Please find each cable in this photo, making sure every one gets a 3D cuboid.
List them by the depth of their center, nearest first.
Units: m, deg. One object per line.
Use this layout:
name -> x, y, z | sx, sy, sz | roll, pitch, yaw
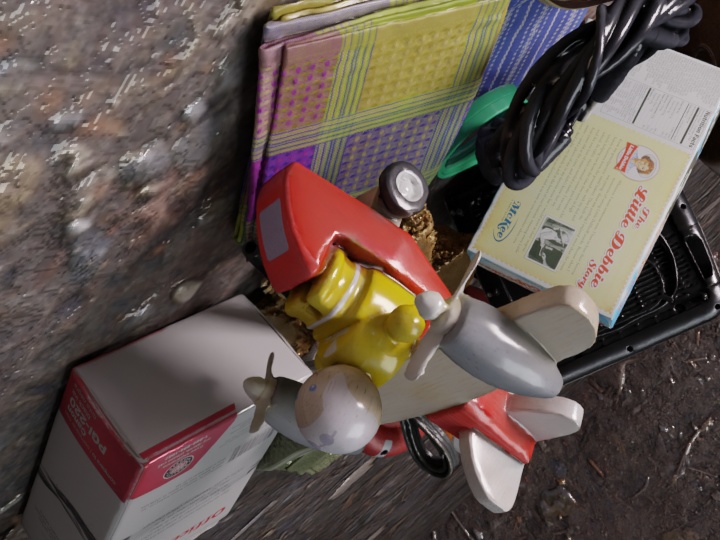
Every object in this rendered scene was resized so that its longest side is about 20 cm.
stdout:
cable -> 0.141, -0.111, 0.613 | 0.163, 0.051, 0.200 | -37, 174, 1
cable -> 0.032, 0.110, 0.891 | 0.050, 0.097, 0.201 | -52, 142, -47

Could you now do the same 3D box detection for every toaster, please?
toaster -> 0.190, -0.015, 0.842 | 0.199, 0.181, 0.119 | -26, 171, 9

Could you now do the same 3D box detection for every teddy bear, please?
teddy bear -> 0.000, 0.000, 0.757 | 0.199, 0.067, 0.145 | -26, 148, -23

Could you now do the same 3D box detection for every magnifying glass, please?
magnifying glass -> 0.099, -0.100, 0.750 | 0.080, 0.022, 0.200 | -42, 168, 19

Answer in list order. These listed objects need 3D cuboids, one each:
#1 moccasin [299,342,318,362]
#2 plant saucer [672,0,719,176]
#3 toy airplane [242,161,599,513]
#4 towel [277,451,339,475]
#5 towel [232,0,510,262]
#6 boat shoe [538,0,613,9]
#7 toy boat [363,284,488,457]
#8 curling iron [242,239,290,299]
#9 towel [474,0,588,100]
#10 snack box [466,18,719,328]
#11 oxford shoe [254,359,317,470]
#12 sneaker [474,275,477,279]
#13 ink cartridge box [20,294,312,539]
moccasin -> -0.036, 0.107, 0.882 | 0.074, 0.078, 0.202 | -35, 161, -19
plant saucer -> 0.282, -0.158, 0.793 | 0.036, 0.201, 0.201 | -11, 156, -7
toy airplane -> 0.022, 0.057, 0.551 | 0.141, 0.199, 0.201 | -43, 146, -41
towel -> -0.004, 0.157, 1.133 | 0.200, 0.037, 0.148 | -44, 163, 5
towel -> 0.001, -0.083, 0.568 | 0.143, 0.023, 0.200 | -20, 154, -21
boat shoe -> 0.133, -0.177, 0.561 | 0.200, 0.072, 0.072 | -5, 118, -57
toy boat -> 0.067, 0.111, 0.978 | 0.130, 0.131, 0.200 | 18, 121, -40
curling iron -> -0.018, 0.022, 0.672 | 0.049, 0.026, 0.200 | -9, 151, 27
towel -> 0.087, -0.137, 0.665 | 0.200, 0.024, 0.145 | -30, 160, -32
snack box -> 0.175, -0.073, 0.744 | 0.201, 0.116, 0.037 | -61, 162, -5
oxford shoe -> -0.051, 0.103, 0.755 | 0.058, 0.075, 0.200 | -23, -179, -42
sneaker -> 0.149, -0.018, 1.019 | 0.087, 0.076, 0.200 | -28, 160, 7
ink cartridge box -> -0.138, 0.126, 0.704 | 0.145, 0.085, 0.200 | -25, 154, -43
